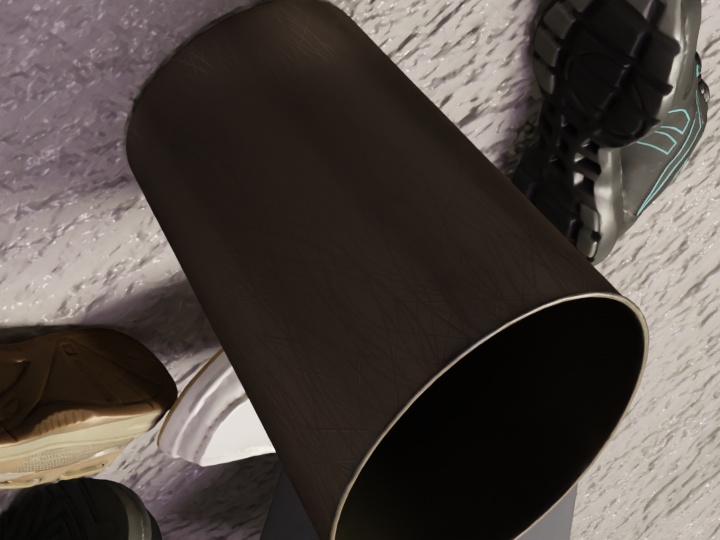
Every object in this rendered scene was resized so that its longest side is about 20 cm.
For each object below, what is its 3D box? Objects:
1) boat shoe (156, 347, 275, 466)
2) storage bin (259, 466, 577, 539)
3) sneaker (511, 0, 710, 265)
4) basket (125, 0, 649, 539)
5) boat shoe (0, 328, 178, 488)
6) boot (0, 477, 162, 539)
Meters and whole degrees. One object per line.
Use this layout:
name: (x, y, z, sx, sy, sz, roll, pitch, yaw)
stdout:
boat shoe: (-0.008, 0.053, 1.181, 0.200, 0.069, 0.071, -23, 153, -46)
storage bin: (0.025, 0.137, 1.319, 0.200, 0.145, 0.135, 17, 86, -54)
sneaker: (0.122, -0.083, 1.172, 0.079, 0.075, 0.200, -36, 160, -28)
basket: (0.000, 0.000, 1.016, 0.136, 0.200, 0.180, -15, 144, -30)
boat shoe: (-0.163, 0.068, 1.080, 0.200, 0.071, 0.065, 1, 134, -49)
boot: (-0.121, 0.174, 1.265, 0.158, 0.080, 0.211, 7, 141, -41)
